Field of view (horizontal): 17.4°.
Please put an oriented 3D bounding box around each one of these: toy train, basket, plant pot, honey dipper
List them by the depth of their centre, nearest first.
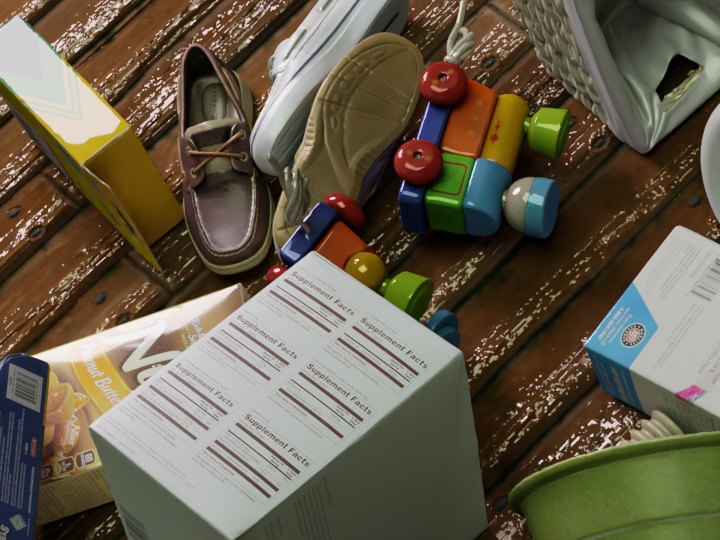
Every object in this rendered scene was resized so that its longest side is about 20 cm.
[{"bbox_3d":[0.201,0.218,1.448,0.200,0.200,0.190,-11,69,12],"label":"plant pot"},{"bbox_3d":[0.140,0.173,1.579,0.200,0.038,0.038,-42,55,-9],"label":"honey dipper"},{"bbox_3d":[0.000,0.000,1.642,0.116,0.200,0.085,28,70,27],"label":"toy train"},{"bbox_3d":[0.189,-0.210,1.718,0.136,0.200,0.123,-41,48,-10],"label":"basket"},{"bbox_3d":[0.104,-0.115,1.748,0.116,0.085,0.200,11,62,13],"label":"toy train"}]

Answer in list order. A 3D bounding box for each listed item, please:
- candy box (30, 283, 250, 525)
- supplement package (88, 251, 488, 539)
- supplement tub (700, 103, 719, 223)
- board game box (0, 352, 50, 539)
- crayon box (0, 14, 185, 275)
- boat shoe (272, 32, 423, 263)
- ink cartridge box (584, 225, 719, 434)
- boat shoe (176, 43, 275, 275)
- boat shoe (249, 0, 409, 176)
[{"bbox_3d":[-0.162,0.098,1.719,0.200,0.055,0.116,-20,54,7],"label":"candy box"},{"bbox_3d":[-0.042,0.136,1.549,0.200,0.191,0.147,-38,52,-24],"label":"supplement package"},{"bbox_3d":[0.343,-0.092,1.585,0.200,0.145,0.145,-30,50,-32],"label":"supplement tub"},{"bbox_3d":[-0.301,0.182,1.656,0.200,0.062,0.200,-41,34,35],"label":"board game box"},{"bbox_3d":[-0.209,-0.097,1.821,0.051,0.127,0.200,-39,56,-9],"label":"crayon box"},{"bbox_3d":[-0.016,-0.088,1.782,0.074,0.069,0.200,29,71,-2],"label":"boat shoe"},{"bbox_3d":[0.268,0.066,1.585,0.200,0.068,0.115,29,70,32],"label":"ink cartridge box"},{"bbox_3d":[-0.112,-0.090,1.815,0.072,0.072,0.200,-13,55,11],"label":"boat shoe"},{"bbox_3d":[-0.038,-0.153,1.836,0.067,0.074,0.200,21,54,27],"label":"boat shoe"}]
